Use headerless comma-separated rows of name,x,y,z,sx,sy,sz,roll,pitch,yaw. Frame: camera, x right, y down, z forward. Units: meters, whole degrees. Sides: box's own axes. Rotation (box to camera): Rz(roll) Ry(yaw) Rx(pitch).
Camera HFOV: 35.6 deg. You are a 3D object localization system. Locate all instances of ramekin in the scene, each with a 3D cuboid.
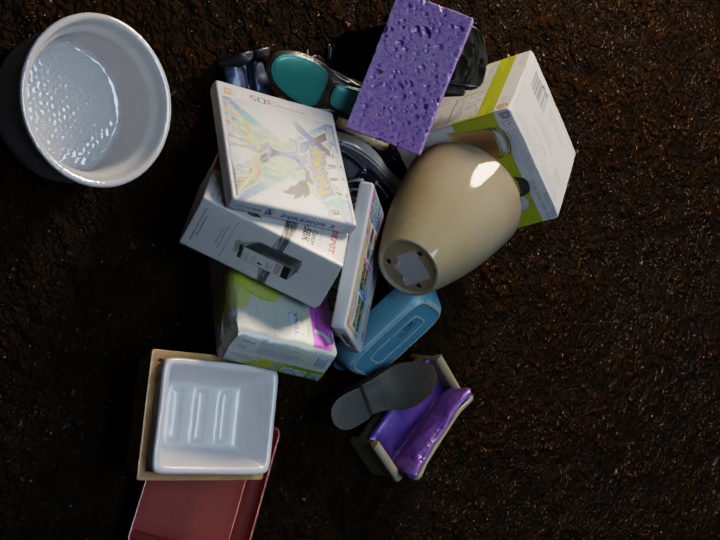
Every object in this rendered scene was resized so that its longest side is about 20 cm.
ramekin,-0.333,-0.197,1.328,0.200,0.098,0.201,-1,92,-44

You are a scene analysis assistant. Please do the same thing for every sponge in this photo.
sponge,0.067,-0.269,1.539,0.030,0.111,0.201,-41,153,-82

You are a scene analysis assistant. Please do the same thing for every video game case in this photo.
video game case,0.000,0.000,1.542,0.182,0.024,0.201,64,37,-74
video game case,-0.101,-0.148,1.455,0.182,0.022,0.201,11,51,-31

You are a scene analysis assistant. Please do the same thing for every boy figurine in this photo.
boy figurine,-0.144,-0.200,1.542,0.124,0.064,0.201,-20,101,-46

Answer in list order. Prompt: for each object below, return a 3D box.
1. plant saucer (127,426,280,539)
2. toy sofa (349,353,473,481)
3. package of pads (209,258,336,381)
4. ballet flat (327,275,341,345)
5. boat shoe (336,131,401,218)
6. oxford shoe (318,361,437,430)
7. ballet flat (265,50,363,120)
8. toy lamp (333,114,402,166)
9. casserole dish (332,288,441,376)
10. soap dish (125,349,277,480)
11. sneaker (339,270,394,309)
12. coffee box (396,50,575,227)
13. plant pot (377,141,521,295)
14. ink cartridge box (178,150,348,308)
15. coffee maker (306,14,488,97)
plant saucer,-0.213,0.282,1.496,0.199,0.037,0.201,28,70,-41
toy sofa,0.083,0.227,1.747,0.200,0.097,0.083,-51,124,-31
package of pads,-0.121,0.039,1.479,0.154,0.068,0.200,16,42,-28
ballet flat,-0.046,0.048,1.637,0.068,0.068,0.200,-48,122,-34
boat shoe,0.000,-0.122,1.675,0.200,0.074,0.093,36,58,-40
oxford shoe,0.025,0.181,1.691,0.199,0.071,0.072,-16,97,-28
ballet flat,-0.056,-0.257,1.568,0.199,0.073,0.073,18,77,-33
toy lamp,-0.015,-0.214,1.676,0.200,0.058,0.058,25,73,-45
casserole dish,0.045,0.092,1.669,0.200,0.039,0.121,-44,150,8
soap dish,-0.202,0.185,1.424,0.200,0.081,0.158,11,83,-45
sneaker,0.007,-0.006,1.686,0.109,0.070,0.200,-46,128,-29
coffee box,0.199,-0.190,1.754,0.200,0.197,0.200,61,32,-26
plant pot,0.110,-0.056,1.607,0.200,0.187,0.188,-50,124,-47
ink cartridge box,-0.118,-0.060,1.458,0.199,0.083,0.147,26,34,-13
coffee maker,0.057,-0.299,1.643,0.192,0.200,0.135,-34,112,-40
